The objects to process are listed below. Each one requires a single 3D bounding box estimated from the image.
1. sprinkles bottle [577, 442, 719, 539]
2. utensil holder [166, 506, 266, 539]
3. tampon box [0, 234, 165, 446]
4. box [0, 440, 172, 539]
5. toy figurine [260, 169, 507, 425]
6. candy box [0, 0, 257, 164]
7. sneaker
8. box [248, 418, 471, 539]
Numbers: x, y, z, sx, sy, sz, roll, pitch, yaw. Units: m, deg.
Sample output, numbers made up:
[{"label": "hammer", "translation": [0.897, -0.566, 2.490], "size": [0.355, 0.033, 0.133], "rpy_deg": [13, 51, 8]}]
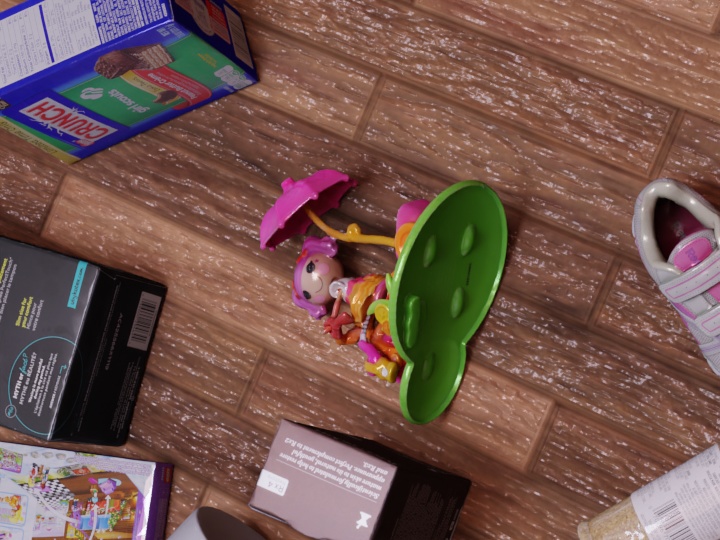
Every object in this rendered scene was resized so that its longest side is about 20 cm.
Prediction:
[{"label": "sprinkles bottle", "translation": [0.260, 0.169, 1.208], "size": [0.199, 0.068, 0.069], "rpy_deg": [-33, 73, 13]}, {"label": "utensil holder", "translation": [-0.135, 0.311, 1.279], "size": [0.170, 0.170, 0.200], "rpy_deg": [42, 94, 20]}, {"label": "tampon box", "translation": [-0.295, 0.052, 1.391], "size": [0.198, 0.126, 0.152], "rpy_deg": [15, 87, 21]}, {"label": "box", "translation": [-0.265, 0.223, 1.403], "size": [0.197, 0.039, 0.139], "rpy_deg": [5, 84, 20]}, {"label": "toy figurine", "translation": [0.000, 0.000, 1.315], "size": [0.183, 0.149, 0.203], "rpy_deg": [22, 114, 34]}, {"label": "candy box", "translation": [-0.213, -0.177, 1.372], "size": [0.198, 0.169, 0.078], "rpy_deg": [-20, 72, 16]}, {"label": "sneaker", "translation": [0.261, 0.011, 1.210], "size": [0.081, 0.088, 0.201], "rpy_deg": [-41, 64, 9]}, {"label": "box", "translation": [0.004, 0.168, 1.229], "size": [0.099, 0.200, 0.076], "rpy_deg": [20, 89, 21]}]
